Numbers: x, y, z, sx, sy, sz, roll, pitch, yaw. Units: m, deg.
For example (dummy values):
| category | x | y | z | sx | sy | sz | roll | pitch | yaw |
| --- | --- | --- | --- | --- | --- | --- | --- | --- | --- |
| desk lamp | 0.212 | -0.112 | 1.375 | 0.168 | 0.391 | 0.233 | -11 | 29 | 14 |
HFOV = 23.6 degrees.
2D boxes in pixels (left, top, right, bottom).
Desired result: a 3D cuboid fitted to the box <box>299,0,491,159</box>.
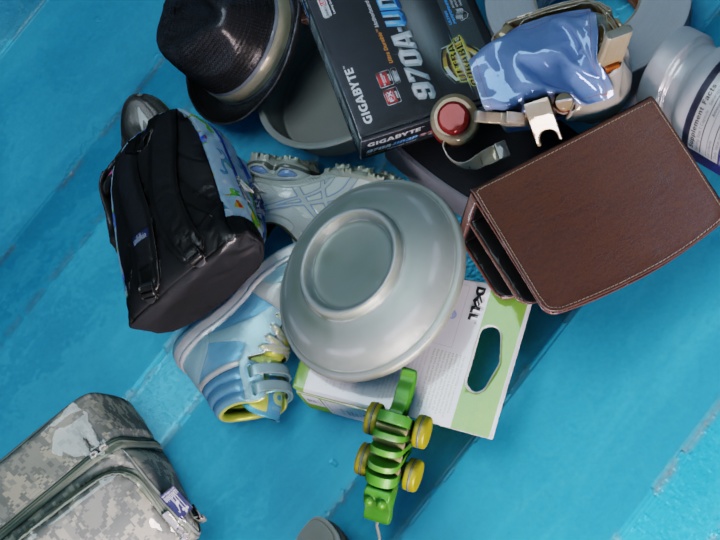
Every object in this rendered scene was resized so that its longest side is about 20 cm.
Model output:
| category | x | y | z | sx | sy | sz | roll | pitch | yaw |
| --- | --- | --- | --- | --- | --- | --- | --- | --- | --- |
| box | 0.041 | -0.224 | 1.670 | 0.157 | 0.046 | 0.202 | -17 | 69 | -7 |

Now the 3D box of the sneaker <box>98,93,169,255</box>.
| category | x | y | z | sx | sy | sz | roll | pitch | yaw |
| --- | --- | --- | --- | --- | --- | --- | --- | --- | --- |
| sneaker | -0.229 | -0.100 | 1.803 | 0.076 | 0.084 | 0.202 | -10 | 66 | 17 |

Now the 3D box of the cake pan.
| category | x | y | z | sx | sy | sz | roll | pitch | yaw |
| --- | --- | --- | --- | --- | --- | --- | --- | --- | --- |
| cake pan | -0.012 | -0.197 | 1.756 | 0.198 | 0.037 | 0.202 | -18 | 50 | 22 |

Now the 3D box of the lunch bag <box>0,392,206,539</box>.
| category | x | y | z | sx | sy | sz | roll | pitch | yaw |
| --- | --- | --- | --- | --- | --- | --- | --- | --- | --- |
| lunch bag | -0.265 | 0.237 | 1.659 | 0.199 | 0.139 | 0.168 | -38 | 77 | 5 |

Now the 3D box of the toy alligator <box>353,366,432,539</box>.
| category | x | y | z | sx | sy | sz | roll | pitch | yaw |
| --- | --- | --- | --- | --- | --- | --- | --- | --- | --- |
| toy alligator | 0.021 | 0.188 | 1.555 | 0.059 | 0.054 | 0.202 | 15 | 103 | 15 |

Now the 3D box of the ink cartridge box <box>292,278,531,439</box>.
| category | x | y | z | sx | sy | sz | roll | pitch | yaw |
| --- | --- | --- | --- | --- | --- | --- | --- | --- | --- |
| ink cartridge box | 0.054 | 0.077 | 1.625 | 0.198 | 0.076 | 0.149 | 14 | 75 | 17 |

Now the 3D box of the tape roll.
| category | x | y | z | sx | sy | sz | roll | pitch | yaw |
| --- | --- | --- | --- | --- | --- | --- | --- | --- | --- |
| tape roll | 0.221 | -0.251 | 1.669 | 0.198 | 0.066 | 0.202 | -3 | 63 | 7 |

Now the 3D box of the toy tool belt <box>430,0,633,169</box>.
| category | x | y | z | sx | sy | sz | roll | pitch | yaw |
| --- | --- | --- | --- | --- | --- | --- | --- | --- | --- |
| toy tool belt | 0.150 | -0.171 | 1.543 | 0.198 | 0.123 | 0.126 | -21 | 84 | 7 |

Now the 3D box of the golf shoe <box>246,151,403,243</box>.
| category | x | y | z | sx | sy | sz | roll | pitch | yaw |
| --- | --- | --- | --- | --- | --- | --- | --- | --- | --- |
| golf shoe | -0.027 | -0.061 | 1.725 | 0.198 | 0.078 | 0.098 | 8 | 89 | 30 |

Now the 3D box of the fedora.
| category | x | y | z | sx | sy | sz | roll | pitch | yaw |
| --- | --- | --- | --- | --- | --- | --- | --- | --- | --- |
| fedora | -0.149 | -0.248 | 1.782 | 0.200 | 0.091 | 0.203 | -25 | 57 | 46 |

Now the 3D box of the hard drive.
| category | x | y | z | sx | sy | sz | roll | pitch | yaw |
| --- | --- | --- | --- | --- | --- | --- | --- | --- | --- |
| hard drive | 0.125 | -0.118 | 1.691 | 0.199 | 0.042 | 0.135 | 36 | 85 | 29 |

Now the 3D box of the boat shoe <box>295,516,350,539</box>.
| category | x | y | z | sx | sy | sz | roll | pitch | yaw |
| --- | --- | --- | --- | --- | --- | --- | --- | --- | --- |
| boat shoe | -0.013 | 0.291 | 1.550 | 0.067 | 0.057 | 0.200 | -50 | 25 | 4 |

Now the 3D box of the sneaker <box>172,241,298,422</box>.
| category | x | y | z | sx | sy | sz | roll | pitch | yaw |
| --- | --- | --- | --- | --- | --- | --- | --- | --- | --- |
| sneaker | -0.080 | 0.071 | 1.680 | 0.200 | 0.079 | 0.131 | -41 | 58 | 13 |

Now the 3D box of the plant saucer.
| category | x | y | z | sx | sy | sz | roll | pitch | yaw |
| --- | --- | --- | --- | --- | --- | --- | --- | --- | --- |
| plant saucer | 0.000 | 0.000 | 1.583 | 0.198 | 0.050 | 0.202 | -15 | 59 | 27 |

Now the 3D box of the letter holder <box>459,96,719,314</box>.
| category | x | y | z | sx | sy | sz | roll | pitch | yaw |
| --- | --- | --- | --- | --- | --- | --- | --- | --- | --- |
| letter holder | 0.211 | -0.039 | 1.559 | 0.199 | 0.101 | 0.143 | -27 | 73 | -14 |

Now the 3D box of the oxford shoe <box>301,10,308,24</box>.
| category | x | y | z | sx | sy | sz | roll | pitch | yaw |
| --- | --- | --- | --- | --- | --- | --- | --- | --- | --- |
| oxford shoe | -0.028 | -0.334 | 1.804 | 0.072 | 0.071 | 0.201 | -18 | 39 | 27 |

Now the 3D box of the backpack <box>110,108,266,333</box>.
| category | x | y | z | sx | sy | sz | roll | pitch | yaw |
| --- | --- | --- | --- | --- | --- | --- | --- | --- | --- |
| backpack | -0.172 | -0.060 | 1.693 | 0.163 | 0.153 | 0.201 | -40 | 63 | 24 |

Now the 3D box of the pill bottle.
| category | x | y | z | sx | sy | sz | roll | pitch | yaw |
| --- | --- | --- | --- | --- | --- | --- | --- | --- | --- |
| pill bottle | 0.356 | -0.136 | 1.564 | 0.199 | 0.116 | 0.116 | 36 | 85 | 30 |
